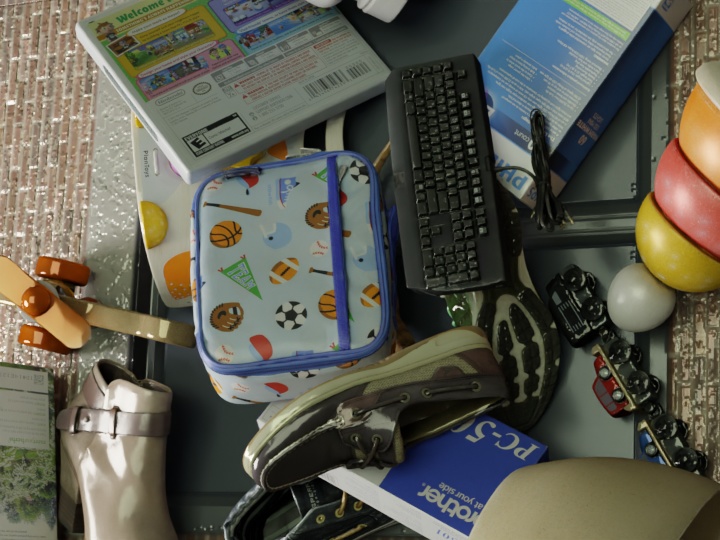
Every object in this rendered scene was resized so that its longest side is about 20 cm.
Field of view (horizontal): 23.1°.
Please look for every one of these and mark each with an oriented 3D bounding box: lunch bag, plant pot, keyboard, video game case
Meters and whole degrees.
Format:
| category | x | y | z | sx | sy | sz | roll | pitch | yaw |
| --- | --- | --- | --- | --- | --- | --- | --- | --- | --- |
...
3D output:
| category | x | y | z | sx | sy | sz | roll | pitch | yaw |
| --- | --- | --- | --- | --- | --- | --- | --- | --- | --- |
| lunch bag | -0.046 | -0.001 | 1.333 | 0.159 | 0.076 | 0.201 | -8 | 57 | 6 |
| plant pot | 0.147 | 0.206 | 1.200 | 0.134 | 0.200 | 0.201 | 27 | 91 | 23 |
| keyboard | 0.087 | -0.076 | 1.304 | 0.126 | 0.021 | 0.201 | -8 | 62 | 3 |
| video game case | -0.103 | -0.176 | 1.447 | 0.199 | 0.022 | 0.182 | -28 | 63 | -22 |

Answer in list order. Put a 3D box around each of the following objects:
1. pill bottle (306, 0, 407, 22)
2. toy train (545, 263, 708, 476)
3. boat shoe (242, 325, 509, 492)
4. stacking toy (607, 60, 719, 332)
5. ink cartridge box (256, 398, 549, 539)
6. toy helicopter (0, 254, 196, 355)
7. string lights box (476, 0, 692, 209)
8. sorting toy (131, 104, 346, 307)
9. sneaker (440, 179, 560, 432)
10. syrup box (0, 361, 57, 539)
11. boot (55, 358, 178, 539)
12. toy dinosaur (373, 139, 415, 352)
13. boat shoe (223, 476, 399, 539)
| category | x | y | z | sx | sy | sz | roll | pitch | yaw |
| --- | --- | --- | --- | --- | --- | --- | --- | --- | --- |
| pill bottle | -0.046 | -0.279 | 1.409 | 0.199 | 0.112 | 0.113 | 27 | 91 | -12 |
| toy train | 0.194 | 0.084 | 1.304 | 0.046 | 0.034 | 0.201 | -37 | 65 | 18 |
| boat shoe | 0.014 | 0.108 | 1.254 | 0.199 | 0.072 | 0.065 | -25 | 57 | -11 |
| stacking toy | 0.244 | -0.036 | 1.261 | 0.200 | 0.146 | 0.146 | -50 | 63 | 20 |
| ink cartridge box | 0.031 | 0.130 | 1.306 | 0.199 | 0.044 | 0.094 | 27 | 63 | 23 |
| toy helicopter | -0.225 | 0.033 | 1.459 | 0.199 | 0.132 | 0.079 | 11 | 83 | 27 |
| string lights box | 0.153 | -0.156 | 1.361 | 0.103 | 0.059 | 0.200 | 38 | 97 | 27 |
| sorting toy | -0.092 | -0.088 | 1.458 | 0.179 | 0.107 | 0.201 | -8 | 75 | 4 |
| sneaker | 0.095 | 0.027 | 1.354 | 0.077 | 0.089 | 0.201 | -11 | 89 | -20 |
| syrup box | -0.310 | 0.182 | 1.487 | 0.081 | 0.079 | 0.201 | -14 | 73 | 39 |
| boot | -0.182 | 0.165 | 1.434 | 0.200 | 0.070 | 0.147 | 26 | 104 | 38 |
| toy dinosaur | 0.000 | 0.000 | 1.413 | 0.106 | 0.060 | 0.201 | -12 | 74 | -5 |
| boat shoe | -0.008 | 0.168 | 1.349 | 0.200 | 0.091 | 0.071 | -35 | 66 | 15 |
